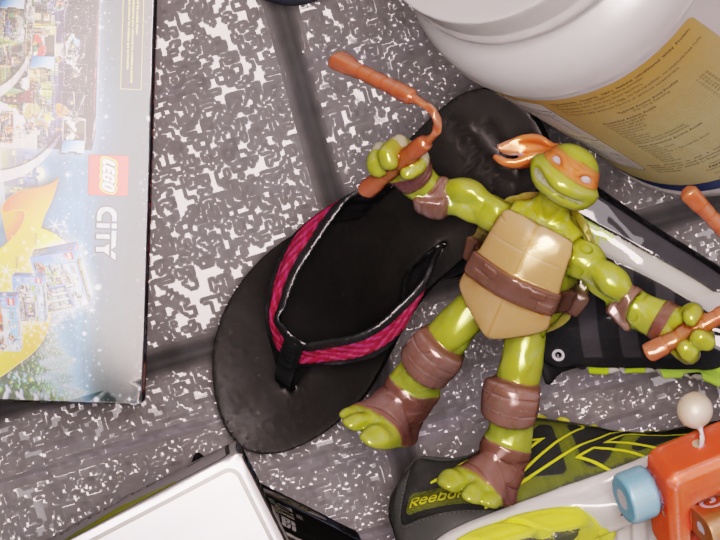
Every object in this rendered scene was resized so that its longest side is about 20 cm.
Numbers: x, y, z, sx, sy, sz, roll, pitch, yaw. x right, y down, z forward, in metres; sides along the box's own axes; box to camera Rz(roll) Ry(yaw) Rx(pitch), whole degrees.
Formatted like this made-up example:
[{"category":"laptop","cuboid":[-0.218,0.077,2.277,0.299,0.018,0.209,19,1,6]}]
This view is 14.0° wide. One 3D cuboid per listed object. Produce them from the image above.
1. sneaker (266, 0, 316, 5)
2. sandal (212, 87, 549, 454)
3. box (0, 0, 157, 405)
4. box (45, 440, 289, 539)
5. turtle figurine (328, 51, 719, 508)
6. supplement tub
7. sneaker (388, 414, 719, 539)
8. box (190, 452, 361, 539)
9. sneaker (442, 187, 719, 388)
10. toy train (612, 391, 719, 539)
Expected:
[{"category":"sneaker","cuboid":[-0.075,-0.199,1.264,0.070,0.082,0.200,-38,93,-2]},{"category":"sandal","cuboid":[0.000,0.000,1.265,0.075,0.045,0.200,45,110,7]},{"category":"box","cuboid":[-0.159,-0.044,1.285,0.136,0.038,0.201,2,91,-3]},{"category":"box","cuboid":[-0.052,0.180,1.122,0.116,0.060,0.201,-26,92,-2]},{"category":"turtle figurine","cuboid":[0.054,0.005,1.216,0.199,0.064,0.162,28,105,4]},{"category":"supplement tub","cuboid":[0.107,-0.124,1.187,0.144,0.200,0.145,-13,67,32]},{"category":"sneaker","cuboid":[0.103,0.090,1.284,0.199,0.085,0.075,-15,134,-21]},{"category":"box","cuboid":[-0.076,0.190,1.232,0.086,0.164,0.201,26,89,-3]},{"category":"sneaker","cuboid":[0.114,0.021,1.290,0.199,0.072,0.083,34,97,8]},{"category":"toy train","cuboid":[0.206,0.103,1.252,0.199,0.056,0.151,-17,131,-16]}]
